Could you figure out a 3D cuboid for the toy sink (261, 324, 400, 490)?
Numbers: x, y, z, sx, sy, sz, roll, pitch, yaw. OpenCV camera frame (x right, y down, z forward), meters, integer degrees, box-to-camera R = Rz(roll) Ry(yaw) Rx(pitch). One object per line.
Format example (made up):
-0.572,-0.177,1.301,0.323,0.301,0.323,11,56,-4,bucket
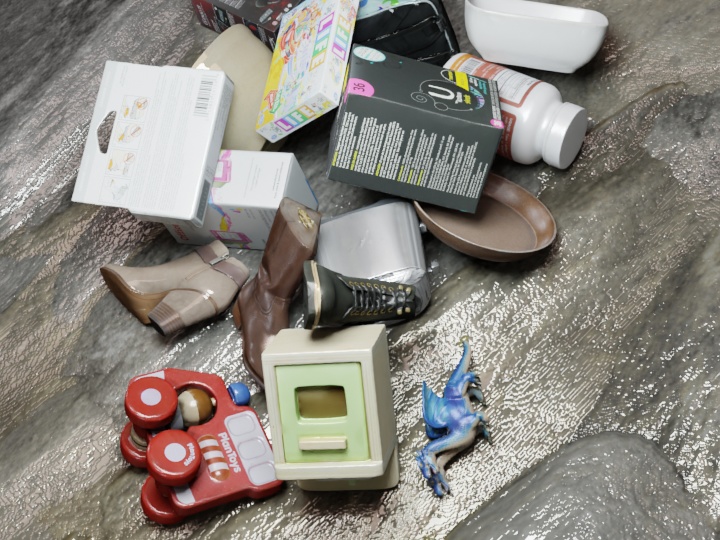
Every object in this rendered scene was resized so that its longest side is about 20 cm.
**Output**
-0.032,0.175,1.436,0.128,0.203,0.112,-3,13,11,toy sink

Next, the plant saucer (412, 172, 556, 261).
0.154,-0.070,1.614,0.197,0.035,0.201,14,33,-9,plant saucer

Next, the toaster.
0.000,0.000,1.606,0.197,0.114,0.131,-16,58,1,toaster

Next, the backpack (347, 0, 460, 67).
0.027,-0.336,1.777,0.197,0.178,0.152,-20,52,11,backpack

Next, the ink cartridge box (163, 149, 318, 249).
-0.173,-0.094,1.682,0.197,0.145,0.086,6,67,16,ink cartridge box

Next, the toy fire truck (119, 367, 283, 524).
-0.200,0.205,1.537,0.166,0.113,0.201,-12,53,-25,toy fire truck

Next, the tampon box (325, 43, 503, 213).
0.067,-0.181,1.588,0.197,0.128,0.151,13,32,-7,tampon box

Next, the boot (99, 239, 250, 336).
-0.245,0.008,1.685,0.146,0.071,0.199,-38,49,-20,boot

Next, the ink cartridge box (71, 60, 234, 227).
-0.268,-0.165,1.622,0.171,0.044,0.203,8,77,17,ink cartridge box

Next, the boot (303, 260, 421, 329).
0.004,0.029,1.438,0.136,0.200,0.079,2,92,2,boot

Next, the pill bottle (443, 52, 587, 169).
0.202,-0.212,1.696,0.198,0.113,0.113,26,66,25,pill bottle

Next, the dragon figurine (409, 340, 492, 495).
0.103,0.167,1.508,0.098,0.059,0.203,-10,58,5,dragon figurine

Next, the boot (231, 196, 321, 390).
-0.089,0.032,1.559,0.064,0.201,0.187,2,42,-38,boot

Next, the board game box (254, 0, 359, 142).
-0.068,-0.281,1.658,0.134,0.034,0.203,-23,46,43,board game box

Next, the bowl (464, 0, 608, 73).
0.238,-0.328,1.737,0.196,0.076,0.200,9,20,3,bowl

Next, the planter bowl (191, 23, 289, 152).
-0.167,-0.221,1.751,0.134,0.201,0.201,36,69,6,planter bowl

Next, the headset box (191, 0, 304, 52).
-0.157,-0.428,1.935,0.198,0.075,0.149,29,68,27,headset box
